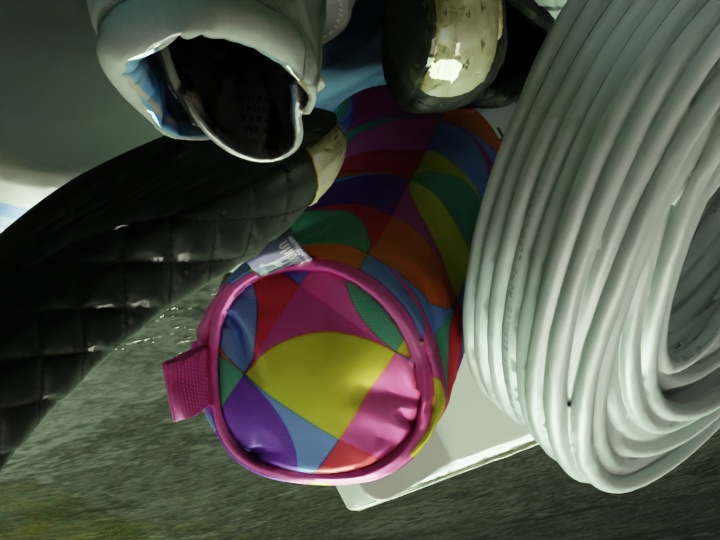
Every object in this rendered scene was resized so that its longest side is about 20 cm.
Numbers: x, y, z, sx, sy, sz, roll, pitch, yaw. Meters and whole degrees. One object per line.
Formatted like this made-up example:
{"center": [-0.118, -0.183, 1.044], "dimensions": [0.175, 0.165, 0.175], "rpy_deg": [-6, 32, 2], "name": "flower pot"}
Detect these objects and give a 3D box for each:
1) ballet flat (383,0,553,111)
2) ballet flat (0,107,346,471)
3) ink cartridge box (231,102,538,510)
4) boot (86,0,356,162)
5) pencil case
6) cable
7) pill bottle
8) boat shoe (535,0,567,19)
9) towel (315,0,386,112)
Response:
{"center": [0.037, -0.084, 0.806], "dimensions": [0.057, 0.067, 0.200], "rpy_deg": [4, -175, 3], "name": "ballet flat"}
{"center": [-0.082, 0.013, 0.732], "dimensions": [0.200, 0.057, 0.066], "rpy_deg": [-37, -152, -24], "name": "ballet flat"}
{"center": [0.049, 0.000, 1.041], "dimensions": [0.125, 0.129, 0.200], "rpy_deg": [-25, -173, 39], "name": "ink cartridge box"}
{"center": [-0.040, -0.073, 0.730], "dimensions": [0.073, 0.096, 0.200], "rpy_deg": [-21, 164, 15], "name": "boot"}
{"center": [0.000, 0.000, 0.852], "dimensions": [0.088, 0.089, 0.200], "rpy_deg": [-19, -166, 19], "name": "pencil case"}
{"center": [0.107, -0.027, 0.826], "dimensions": [0.200, 0.069, 0.200], "rpy_deg": [-56, 154, -5], "name": "cable"}
{"center": [-0.143, -0.008, 0.867], "dimensions": [0.114, 0.114, 0.200], "rpy_deg": [-4, 143, -32], "name": "pill bottle"}
{"center": [0.159, -0.120, 0.911], "dimensions": [0.199, 0.066, 0.074], "rpy_deg": [-7, -159, 8], "name": "boat shoe"}
{"center": [-0.029, -0.090, 0.943], "dimensions": [0.112, 0.049, 0.200], "rpy_deg": [-25, 162, 40], "name": "towel"}
